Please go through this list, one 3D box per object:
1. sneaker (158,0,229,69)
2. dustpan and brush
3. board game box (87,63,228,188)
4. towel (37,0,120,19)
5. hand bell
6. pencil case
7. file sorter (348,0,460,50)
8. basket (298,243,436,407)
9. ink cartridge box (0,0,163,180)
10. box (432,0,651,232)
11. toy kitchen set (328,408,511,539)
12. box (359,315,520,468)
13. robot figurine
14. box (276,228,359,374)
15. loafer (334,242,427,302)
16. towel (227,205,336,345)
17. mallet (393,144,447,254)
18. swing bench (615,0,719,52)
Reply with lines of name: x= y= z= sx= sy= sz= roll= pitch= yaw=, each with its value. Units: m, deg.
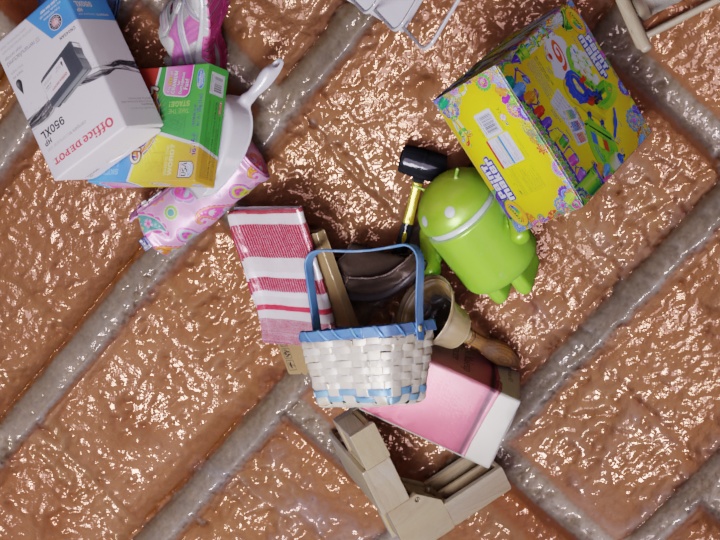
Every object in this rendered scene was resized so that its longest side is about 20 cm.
sneaker: x=-0.222 y=-0.328 z=1.680 sx=0.087 sy=0.082 sz=0.202 roll=16 pitch=128 yaw=9
dustpan and brush: x=-0.173 y=-0.203 z=1.694 sx=0.201 sy=0.057 sz=0.140 roll=-53 pitch=56 yaw=14
board game box: x=-0.266 y=-0.186 z=1.692 sx=0.198 sy=0.040 sz=0.156 roll=2 pitch=82 yaw=36
towel: x=-0.363 y=-0.408 z=1.711 sx=0.110 sy=0.049 sz=0.203 roll=16 pitch=108 yaw=6
hand bell: x=0.151 y=0.092 z=1.749 sx=0.199 sy=0.105 sz=0.104 roll=29 pitch=110 yaw=-37
pencil case: x=-0.218 y=-0.104 z=1.759 sx=0.199 sy=0.088 sz=0.088 roll=-36 pitch=99 yaw=15
file sorter: x=0.024 y=-0.386 z=1.599 sx=0.198 sy=0.125 sz=0.140 roll=25 pitch=108 yaw=-26
basket: x=0.006 y=0.070 z=1.636 sx=0.174 sy=0.138 sz=0.204 roll=-2 pitch=95 yaw=36
ink cartridge box: x=-0.362 y=-0.237 z=1.660 sx=0.144 sy=0.084 sz=0.202 roll=-30 pitch=82 yaw=29
box: x=0.230 y=-0.193 z=1.613 sx=0.121 sy=0.192 sz=0.201 roll=-23 pitch=105 yaw=51
toy kitchen set: x=0.070 y=0.248 z=1.819 sx=0.179 sy=0.163 sz=0.202 roll=-30 pitch=110 yaw=-11
box: x=0.110 y=0.164 z=1.773 sx=0.198 sy=0.128 sz=0.110 roll=24 pitch=105 yaw=-1
robot figurine: x=0.154 y=-0.051 z=1.704 sx=0.174 sy=0.116 sz=0.200 roll=-21 pitch=120 yaw=39
box: x=-0.074 y=0.047 z=1.772 sx=0.162 sy=0.021 sz=0.203 roll=-7 pitch=108 yaw=45
loafer: x=0.000 y=0.000 z=1.733 sx=0.198 sy=0.073 sz=0.072 roll=-12 pitch=109 yaw=38
towel: x=-0.105 y=0.010 z=1.748 sx=0.143 sy=0.023 sz=0.203 roll=1 pitch=114 yaw=42
mallet: x=0.076 y=-0.070 z=1.765 sx=0.065 sy=0.041 sz=0.203 roll=7 pitch=111 yaw=2
swing bench: x=0.392 y=-0.405 z=1.589 sx=0.197 sy=0.130 sz=0.202 roll=-25 pitch=96 yaw=13
